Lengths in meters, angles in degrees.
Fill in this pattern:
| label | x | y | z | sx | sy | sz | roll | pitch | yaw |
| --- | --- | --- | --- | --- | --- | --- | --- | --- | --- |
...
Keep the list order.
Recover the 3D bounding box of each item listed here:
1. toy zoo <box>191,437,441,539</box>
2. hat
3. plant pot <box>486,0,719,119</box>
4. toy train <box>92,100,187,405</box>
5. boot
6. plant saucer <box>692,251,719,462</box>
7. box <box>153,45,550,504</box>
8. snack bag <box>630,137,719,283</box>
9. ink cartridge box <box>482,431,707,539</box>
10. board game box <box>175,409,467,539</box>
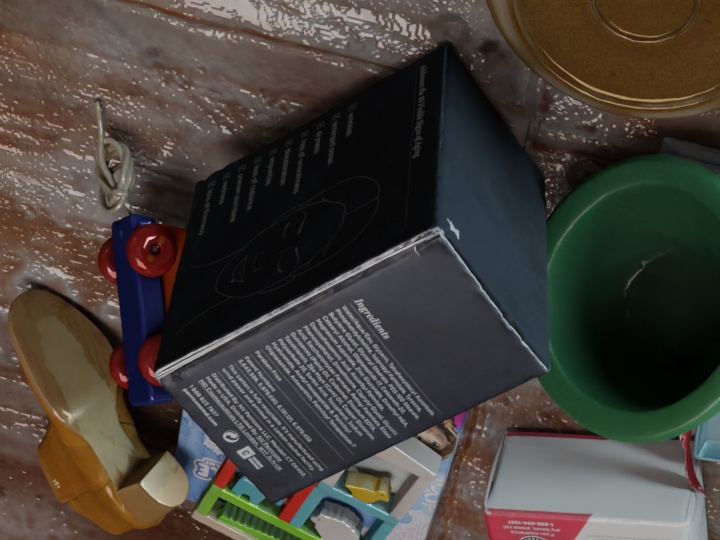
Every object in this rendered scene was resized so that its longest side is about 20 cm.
| label | x | y | z | sx | sy | sz | roll | pitch | yaw |
| --- | --- | --- | --- | --- | --- | --- | --- | --- | --- |
| toy zoo | -0.029 | 0.147 | 1.382 | 0.130 | 0.021 | 0.200 | 27 | 134 | -6 |
| hat | 0.209 | 0.027 | 1.220 | 0.200 | 0.166 | 0.175 | -41 | 155 | 29 |
| plant pot | 0.163 | -0.161 | 1.096 | 0.198 | 0.028 | 0.201 | 9 | 133 | 9 |
| toy train | -0.110 | -0.016 | 1.280 | 0.115 | 0.202 | 0.085 | -5 | 177 | -24 |
| boot | -0.218 | 0.115 | 1.447 | 0.202 | 0.071 | 0.144 | 54 | 147 | -7 |
| plant saucer | 0.256 | 0.054 | 1.240 | 0.069 | 0.019 | 0.201 | 8 | 135 | 11 |
| box | 0.000 | 0.000 | 1.152 | 0.196 | 0.201 | 0.124 | -28 | 119 | 23 |
| snack bag | 0.268 | 0.010 | 1.222 | 0.198 | 0.021 | 0.189 | 13 | 134 | 7 |
| ink cartridge box | 0.177 | 0.216 | 1.394 | 0.146 | 0.086 | 0.201 | 1 | 133 | 16 |
| board game box | -0.031 | 0.118 | 1.401 | 0.198 | 0.044 | 0.200 | 17 | 135 | 4 |
